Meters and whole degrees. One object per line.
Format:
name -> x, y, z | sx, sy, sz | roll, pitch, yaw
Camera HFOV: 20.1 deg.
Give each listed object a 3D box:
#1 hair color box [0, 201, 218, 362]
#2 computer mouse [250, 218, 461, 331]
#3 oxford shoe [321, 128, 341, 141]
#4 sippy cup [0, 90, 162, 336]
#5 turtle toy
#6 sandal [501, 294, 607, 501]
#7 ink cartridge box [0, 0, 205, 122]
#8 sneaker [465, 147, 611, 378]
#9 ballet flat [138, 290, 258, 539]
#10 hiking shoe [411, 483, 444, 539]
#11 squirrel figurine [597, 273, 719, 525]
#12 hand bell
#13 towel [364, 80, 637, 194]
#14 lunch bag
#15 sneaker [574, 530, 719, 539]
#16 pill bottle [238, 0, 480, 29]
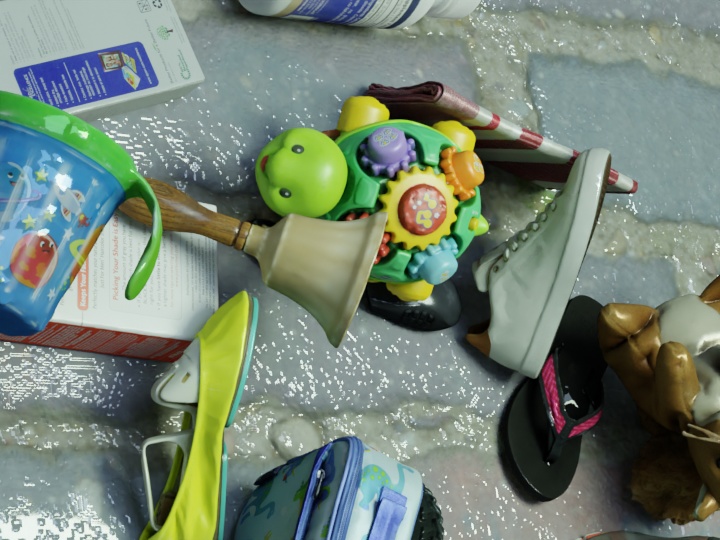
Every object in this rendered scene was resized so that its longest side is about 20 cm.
hair color box -> -0.203, -0.003, 1.456 | 0.200, 0.064, 0.111 | 10, 67, -32
computer mouse -> 0.000, 0.000, 1.610 | 0.200, 0.034, 0.059 | 19, 63, -26
oxford shoe -> 0.015, -0.071, 1.626 | 0.200, 0.071, 0.073 | 3, 74, -34
sippy cup -> -0.232, -0.032, 1.335 | 0.140, 0.178, 0.131 | 42, 63, -48
turtle toy -> 0.011, -0.056, 1.538 | 0.200, 0.101, 0.146 | 15, 93, -21
sandal -> 0.172, 0.098, 1.679 | 0.075, 0.045, 0.200 | 36, 55, -18
ink cartridge box -> -0.220, -0.160, 1.523 | 0.200, 0.039, 0.100 | -17, 82, -39
sneaker -> 0.137, -0.014, 1.620 | 0.085, 0.200, 0.073 | 22, 20, 7
ballet flat -> -0.119, 0.110, 1.435 | 0.067, 0.067, 0.200 | 8, 95, -13
hiking shoe -> 0.012, 0.230, 1.502 | 0.074, 0.087, 0.200 | 29, 35, -21
squirrel figurine -> 0.286, 0.125, 1.650 | 0.141, 0.200, 0.187 | -15, 52, -13
hand bell -> -0.091, -0.029, 1.447 | 0.200, 0.104, 0.104 | 21, 59, -4
towel -> 0.114, -0.109, 1.664 | 0.200, 0.144, 0.023 | 23, 85, -25
lunch bag -> -0.035, 0.221, 1.417 | 0.082, 0.161, 0.200 | 28, 59, -22
sneaker -> 0.249, 0.240, 1.650 | 0.200, 0.082, 0.077 | 0, 72, -34
pill bottle -> 0.002, -0.260, 1.662 | 0.200, 0.120, 0.120 | 1, 71, -34
